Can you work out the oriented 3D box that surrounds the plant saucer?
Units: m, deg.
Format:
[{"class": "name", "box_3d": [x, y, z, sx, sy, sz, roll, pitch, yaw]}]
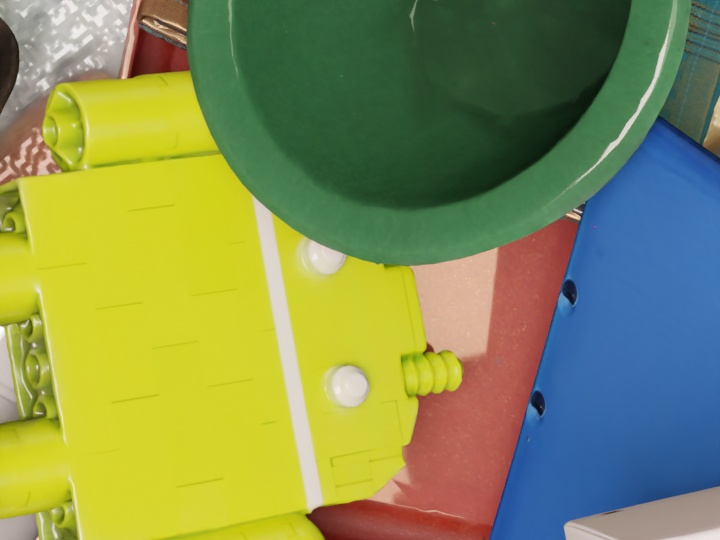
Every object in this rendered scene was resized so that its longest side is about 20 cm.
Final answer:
[{"class": "plant saucer", "box_3d": [0.000, 0.000, 1.009, 0.198, 0.037, 0.202, 11, 90, -5]}]

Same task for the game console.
[{"class": "game console", "box_3d": [0.151, 0.065, 0.925, 0.169, 0.119, 0.201, 7, 121, -13]}]

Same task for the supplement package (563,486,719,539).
[{"class": "supplement package", "box_3d": [0.156, 0.154, 0.770, 0.151, 0.151, 0.202, -12, 88, -3]}]

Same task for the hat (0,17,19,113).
[{"class": "hat", "box_3d": [-0.208, -0.027, 0.958, 0.199, 0.201, 0.081, -13, 132, -4]}]

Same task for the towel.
[{"class": "towel", "box_3d": [0.038, -0.104, 0.986, 0.199, 0.022, 0.147, 23, 65, 1]}]

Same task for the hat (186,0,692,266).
[{"class": "hat", "box_3d": [0.062, -0.090, 0.964, 0.199, 0.176, 0.166, -30, 78, 18]}]

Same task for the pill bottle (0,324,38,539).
[{"class": "pill bottle", "box_3d": [-0.179, 0.092, 0.953, 0.111, 0.111, 0.201, 36, 92, -5]}]

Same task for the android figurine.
[{"class": "android figurine", "box_3d": [-0.054, 0.025, 0.930, 0.199, 0.041, 0.183, -6, 85, -32]}]
